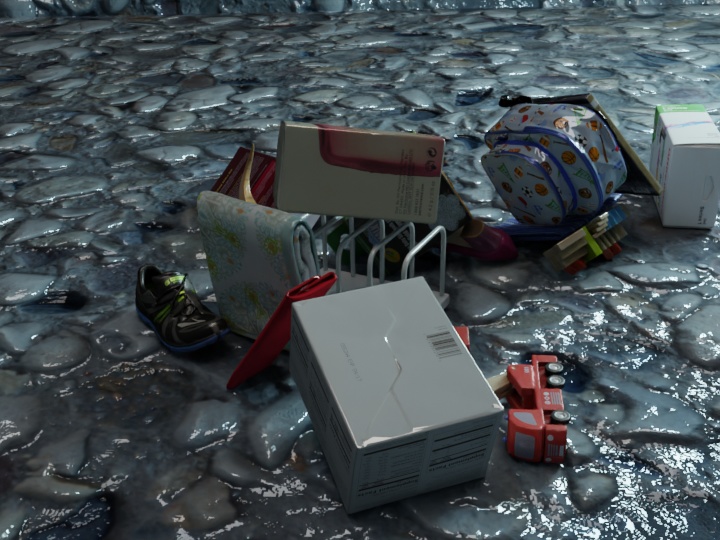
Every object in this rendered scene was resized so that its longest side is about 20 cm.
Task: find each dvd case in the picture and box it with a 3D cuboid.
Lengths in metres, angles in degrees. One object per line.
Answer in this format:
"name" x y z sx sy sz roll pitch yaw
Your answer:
"dvd case" 0.357 -0.190 1.376 0.016 0.200 0.149 -49 22 -11

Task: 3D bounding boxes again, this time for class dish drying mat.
"dish drying mat" -0.095 0.070 1.034 0.018 0.200 0.077 49 46 10

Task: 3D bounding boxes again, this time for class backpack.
"backpack" 0.288 -0.159 1.330 0.190 0.200 0.154 -2 45 54

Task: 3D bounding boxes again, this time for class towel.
"towel" -0.124 0.007 1.128 0.171 0.200 0.048 15 37 33
"towel" 0.309 -0.090 1.433 0.145 0.024 0.200 1 23 43

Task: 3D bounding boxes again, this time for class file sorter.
"file sorter" 0.000 0.000 1.198 0.200 0.125 0.139 12 29 26

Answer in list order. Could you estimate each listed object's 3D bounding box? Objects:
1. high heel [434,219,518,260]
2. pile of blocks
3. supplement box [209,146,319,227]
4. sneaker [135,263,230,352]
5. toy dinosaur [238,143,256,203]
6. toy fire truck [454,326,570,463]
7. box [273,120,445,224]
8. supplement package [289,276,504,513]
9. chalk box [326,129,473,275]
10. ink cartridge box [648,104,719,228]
"high heel" 0.148 -0.047 1.400 0.096 0.067 0.200 33 -9 -36
"pile of blocks" 0.357 -0.045 1.329 0.200 0.062 0.082 -29 -7 -37
"supplement box" -0.149 -0.128 1.487 0.200 0.061 0.109 23 74 38
"sneaker" -0.244 0.046 1.184 0.071 0.083 0.200 -22 34 -33
"toy dinosaur" -0.177 -0.086 1.419 0.106 0.060 0.200 -24 68 4
"toy fire truck" 0.158 0.137 1.018 0.141 0.049 0.200 1 28 7
"box" -0.006 -0.126 1.143 0.200 0.109 0.128 4 10 -9
"supplement package" 0.029 0.123 0.935 0.156 0.111 0.200 -11 45 -18
"chalk box" 0.042 -0.088 1.340 0.200 0.125 0.124 -33 29 9
"ink cartridge box" 0.535 -0.175 1.488 0.084 0.145 0.200 2 28 9
